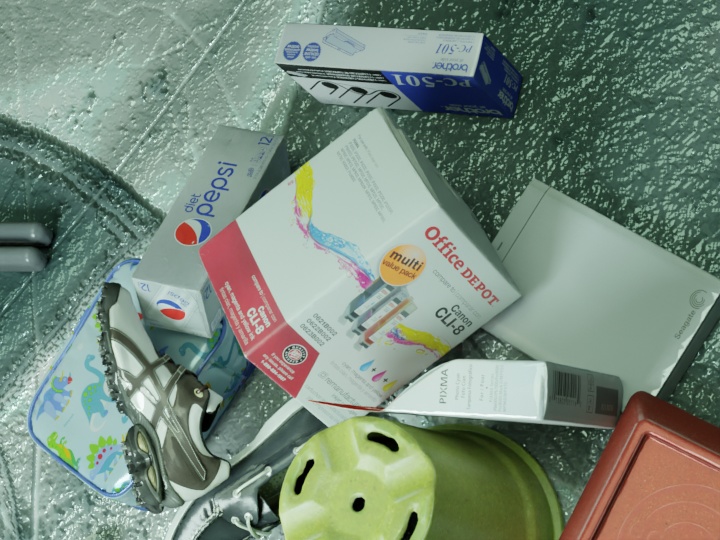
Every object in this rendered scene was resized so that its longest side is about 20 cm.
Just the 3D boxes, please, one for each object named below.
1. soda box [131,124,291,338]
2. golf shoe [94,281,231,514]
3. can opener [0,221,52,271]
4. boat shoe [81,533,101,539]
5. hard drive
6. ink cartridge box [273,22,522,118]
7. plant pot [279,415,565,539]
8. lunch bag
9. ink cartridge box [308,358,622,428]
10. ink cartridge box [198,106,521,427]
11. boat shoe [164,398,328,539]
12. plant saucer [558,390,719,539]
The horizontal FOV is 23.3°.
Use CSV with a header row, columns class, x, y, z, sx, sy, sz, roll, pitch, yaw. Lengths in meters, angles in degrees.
class,x,y,z,sx,sy,sz,roll,pitch,yaw
soda box,-0.128,-0.037,1.547,0.068,0.064,0.201,10,50,17
golf shoe,-0.168,0.101,1.482,0.094,0.078,0.201,-15,80,-8
can opener,-0.401,-0.027,1.742,0.199,0.066,0.053,3,72,23
boat shoe,-0.284,0.327,1.566,0.062,0.073,0.200,39,84,-11
hard drive,0.188,0.024,1.435,0.200,0.027,0.132,32,89,32
ink cartridge box,0.033,-0.178,1.548,0.199,0.094,0.044,7,76,30
plant pot,0.035,0.196,1.360,0.199,0.184,0.202,-10,67,24
lunch bag,-0.199,0.099,1.578,0.160,0.082,0.201,30,88,31
ink cartridge box,0.083,0.093,1.360,0.199,0.160,0.048,3,85,29
ink cartridge box,0.000,0.000,1.440,0.200,0.145,0.145,-38,43,9
boat shoe,-0.086,0.190,1.491,0.200,0.076,0.060,-49,52,5
plant saucer,0.247,0.216,1.312,0.199,0.037,0.201,26,85,23
